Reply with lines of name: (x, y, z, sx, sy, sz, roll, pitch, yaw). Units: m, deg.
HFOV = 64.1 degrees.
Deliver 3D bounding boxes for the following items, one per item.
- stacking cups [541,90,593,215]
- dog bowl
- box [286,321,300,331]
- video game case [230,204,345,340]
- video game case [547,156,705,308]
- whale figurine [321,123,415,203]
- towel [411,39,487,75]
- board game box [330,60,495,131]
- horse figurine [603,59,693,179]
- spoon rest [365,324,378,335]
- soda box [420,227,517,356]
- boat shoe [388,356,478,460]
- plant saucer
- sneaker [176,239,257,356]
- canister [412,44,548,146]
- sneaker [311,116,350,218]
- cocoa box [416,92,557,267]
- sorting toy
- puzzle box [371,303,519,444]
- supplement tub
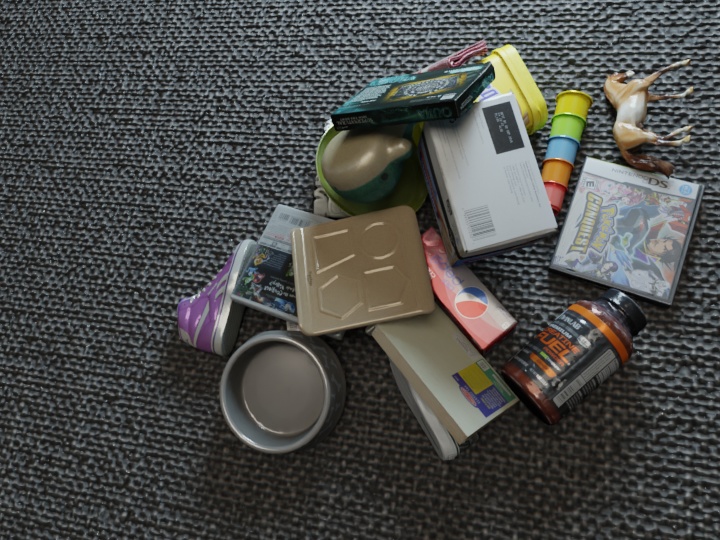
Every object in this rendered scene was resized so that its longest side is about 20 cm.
stacking cups: (0.328, -0.186, 0.931, 0.060, 0.061, 0.201, 12, 79, 15)
dog bowl: (-0.125, 0.186, 0.884, 0.199, 0.059, 0.201, -1, 85, 11)
box: (-0.105, 0.020, 0.962, 0.041, 0.039, 0.201, -10, 71, 7)
video game case: (-0.084, -0.003, 0.920, 0.199, 0.023, 0.182, 18, 70, 19)
video game case: (0.409, -0.064, 0.888, 0.180, 0.026, 0.201, 19, 77, 16)
whale figurine: (0.035, -0.186, 0.885, 0.200, 0.104, 0.159, -48, 38, -12)
towel: (0.096, -0.316, 0.945, 0.199, 0.144, 0.023, -11, 111, 43)
board game box: (0.073, -0.244, 0.810, 0.199, 0.028, 0.135, 5, 39, 36)
horse figurine: (0.446, -0.241, 0.903, 0.132, 0.050, 0.201, -3, 75, 39)
spoon rest: (-0.014, 0.027, 0.940, 0.099, 0.061, 0.200, -32, 56, -1)
soda box: (0.150, 0.032, 0.892, 0.070, 0.063, 0.200, -39, 70, -2)
boat shoe: (0.105, 0.179, 0.861, 0.071, 0.072, 0.201, -21, 70, -16)
plant saucer: (0.020, -0.165, 0.963, 0.199, 0.031, 0.201, 5, 71, -15)
sneaker: (-0.248, 0.034, 0.973, 0.114, 0.073, 0.201, 13, 75, 19)
canister: (0.183, -0.261, 0.951, 0.199, 0.087, 0.149, -26, 80, -1)
sneaker: (-0.037, -0.180, 1.002, 0.081, 0.075, 0.201, 7, 74, -4)
cocoa box: (0.173, -0.122, 0.825, 0.133, 0.131, 0.201, -15, 82, -3)
sorting toy: (0.000, 0.000, 0.870, 0.199, 0.037, 0.186, -10, 62, 2)
puzzle box: (0.123, 0.141, 0.836, 0.133, 0.025, 0.200, -16, 58, -42)
supplement tub: (0.304, 0.116, 0.812, 0.200, 0.107, 0.107, -41, 69, -3)
